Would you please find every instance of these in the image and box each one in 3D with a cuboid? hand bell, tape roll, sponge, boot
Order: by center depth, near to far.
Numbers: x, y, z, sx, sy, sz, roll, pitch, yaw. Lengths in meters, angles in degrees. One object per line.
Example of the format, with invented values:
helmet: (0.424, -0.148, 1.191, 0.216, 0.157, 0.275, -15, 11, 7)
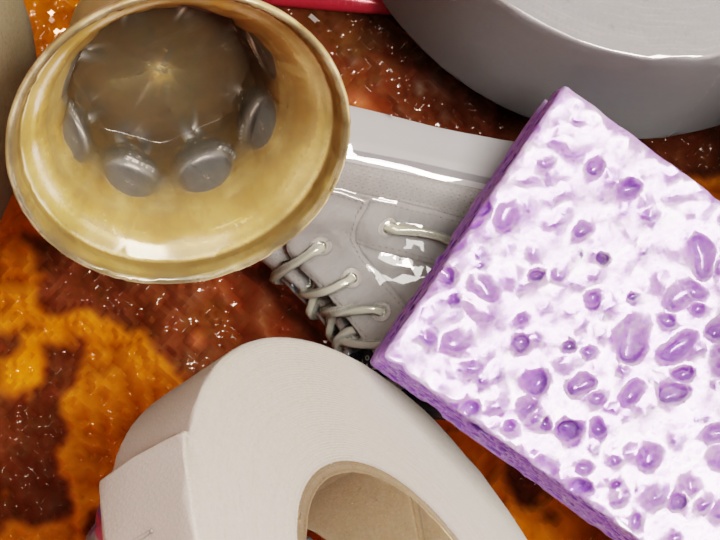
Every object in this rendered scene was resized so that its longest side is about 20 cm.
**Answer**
tape roll: (0.003, 0.114, 0.786, 0.037, 0.203, 0.203, -33, 86, 25)
hand bell: (-0.073, -0.094, 0.843, 0.104, 0.200, 0.104, -6, 125, -9)
sponge: (0.114, 0.042, 0.847, 0.200, 0.030, 0.112, 36, 78, -3)
boot: (0.000, 0.000, 0.877, 0.200, 0.074, 0.096, 8, 76, -7)
tape roll: (0.095, -0.151, 0.906, 0.200, 0.066, 0.200, 3, 68, -8)

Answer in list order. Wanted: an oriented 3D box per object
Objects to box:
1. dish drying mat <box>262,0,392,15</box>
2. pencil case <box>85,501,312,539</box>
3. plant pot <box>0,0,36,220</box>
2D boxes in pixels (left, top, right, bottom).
dish drying mat: (0.062, -0.126, 0.939, 0.200, 0.018, 0.077, 3, 76, -8)
pencil case: (-0.070, 0.173, 0.830, 0.091, 0.083, 0.200, 20, 77, -22)
plant pot: (-0.181, -0.059, 0.814, 0.134, 0.200, 0.200, -29, 85, -48)
